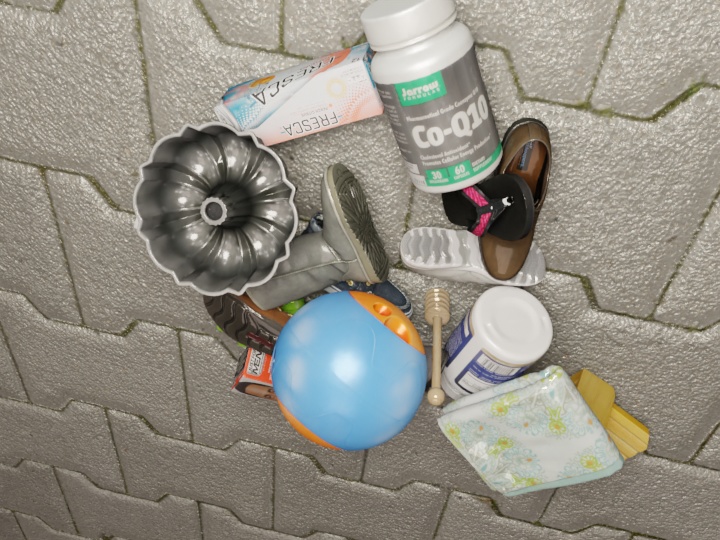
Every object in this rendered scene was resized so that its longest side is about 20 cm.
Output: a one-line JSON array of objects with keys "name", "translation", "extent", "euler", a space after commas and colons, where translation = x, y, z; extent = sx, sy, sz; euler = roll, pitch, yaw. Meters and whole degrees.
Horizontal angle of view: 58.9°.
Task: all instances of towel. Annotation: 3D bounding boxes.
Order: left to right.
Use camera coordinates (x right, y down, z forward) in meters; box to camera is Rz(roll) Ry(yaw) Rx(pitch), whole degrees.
[{"name": "towel", "translation": [0.227, 0.228, 0.871], "extent": [0.199, 0.048, 0.171], "euler": [-28, 110, 32]}]

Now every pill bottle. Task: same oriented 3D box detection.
[{"name": "pill bottle", "translation": [0.077, -0.196, 0.691], "extent": [0.112, 0.113, 0.201], "euler": [-11, 125, 22]}, {"name": "pill bottle", "translation": [0.180, 0.116, 0.908], "extent": [0.110, 0.112, 0.200], "euler": [19, 146, -2]}]

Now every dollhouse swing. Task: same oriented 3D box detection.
[{"name": "dollhouse swing", "translation": [0.328, 0.287, 0.997], "extent": [0.176, 0.182, 0.200], "euler": [46, 127, 2]}]

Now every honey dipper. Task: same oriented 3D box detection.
[{"name": "honey dipper", "translation": [0.105, 0.103, 0.869], "extent": [0.038, 0.201, 0.038], "euler": [3, 130, 4]}]

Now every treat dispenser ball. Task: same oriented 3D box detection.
[{"name": "treat dispenser ball", "translation": [-0.014, 0.126, 0.817], "extent": [0.199, 0.201, 0.202], "euler": [7, 130, 9]}]

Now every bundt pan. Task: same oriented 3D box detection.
[{"name": "bundt pan", "translation": [-0.162, -0.075, 0.762], "extent": [0.200, 0.076, 0.203], "euler": [2, 102, 9]}]

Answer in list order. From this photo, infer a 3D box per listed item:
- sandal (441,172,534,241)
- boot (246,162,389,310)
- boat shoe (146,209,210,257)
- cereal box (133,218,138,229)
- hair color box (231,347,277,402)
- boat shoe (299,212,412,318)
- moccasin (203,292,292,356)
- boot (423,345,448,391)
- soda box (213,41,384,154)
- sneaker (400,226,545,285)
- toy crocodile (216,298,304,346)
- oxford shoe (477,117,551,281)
[{"name": "sandal", "translation": [0.134, -0.071, 0.739], "extent": [0.045, 0.200, 0.076], "euler": [-14, 101, -18]}, {"name": "boot", "translation": [-0.079, -0.036, 0.833], "extent": [0.199, 0.073, 0.183], "euler": [-6, 117, 29]}, {"name": "boat shoe", "translation": [-0.205, -0.071, 0.844], "extent": [0.199, 0.071, 0.063], "euler": [-19, 109, 19]}, {"name": "cereal box", "translation": [-0.213, -0.073, 0.914], "extent": [0.199, 0.040, 0.144], "euler": [27, 128, -8]}, {"name": "hair color box", "translation": [-0.095, 0.177, 1.013], "extent": [0.199, 0.062, 0.102], "euler": [17, 152, -14]}, {"name": "boat shoe", "translation": [0.000, 0.000, 0.899], "extent": [0.199, 0.071, 0.091], "euler": [28, 129, -8]}, {"name": "moccasin", "translation": [-0.137, 0.074, 0.940], "extent": [0.200, 0.078, 0.074], "euler": [25, 119, -1]}, {"name": "boot", "translation": [0.032, 0.121, 0.949], "extent": [0.131, 0.070, 0.200], "euler": [35, 155, -17]}, {"name": "soda box", "translation": [-0.069, -0.203, 0.756], "extent": [0.199, 0.064, 0.069], "euler": [-11, 125, 21]}, {"name": "sneaker", "translation": [0.149, -0.019, 0.863], "extent": [0.199, 0.075, 0.082], "euler": [11, 167, -2]}, {"name": "toy crocodile", "translation": [-0.137, 0.076, 1.006], "extent": [0.198, 0.062, 0.068], "euler": [-5, 101, 12]}, {"name": "oxford shoe", "translation": [0.180, -0.072, 0.756], "extent": [0.072, 0.085, 0.201], "euler": [5, 116, 5]}]
